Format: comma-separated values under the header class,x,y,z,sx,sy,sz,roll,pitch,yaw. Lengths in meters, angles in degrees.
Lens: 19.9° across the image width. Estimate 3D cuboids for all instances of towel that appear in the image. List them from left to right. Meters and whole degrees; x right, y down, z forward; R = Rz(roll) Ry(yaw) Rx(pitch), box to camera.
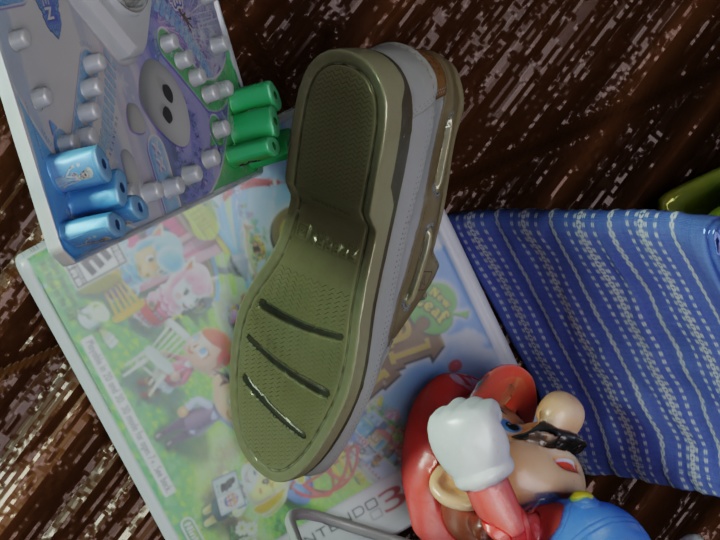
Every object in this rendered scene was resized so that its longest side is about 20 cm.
class,x,y,z,sx,sy,sz,roll,pitch,yaw
towel,0.119,0.038,0.880,0.024,0.200,0.145,-35,107,-24

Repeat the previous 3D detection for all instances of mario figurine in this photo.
class,x,y,z,sx,sy,sz,roll,pitch,yaw
mario figurine,0.098,0.102,0.872,0.106,0.200,0.124,-30,141,-21

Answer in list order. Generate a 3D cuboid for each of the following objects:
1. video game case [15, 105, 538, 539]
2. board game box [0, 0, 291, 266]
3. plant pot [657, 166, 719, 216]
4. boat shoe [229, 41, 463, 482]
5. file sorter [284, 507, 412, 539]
class,x,y,z,sx,sy,sz,roll,pitch,yaw
video game case,-0.030,0.038,0.930,0.182,0.022,0.200,-29,106,-9
board game box,-0.092,-0.119,0.790,0.026,0.200,0.200,-13,98,21
plant pot,0.257,0.022,0.926,0.199,0.181,0.200,-23,105,-11
boat shoe,0.000,0.000,0.879,0.068,0.075,0.200,-11,126,-46
file sorter,-0.004,0.228,0.905,0.139,0.125,0.200,20,103,-18
